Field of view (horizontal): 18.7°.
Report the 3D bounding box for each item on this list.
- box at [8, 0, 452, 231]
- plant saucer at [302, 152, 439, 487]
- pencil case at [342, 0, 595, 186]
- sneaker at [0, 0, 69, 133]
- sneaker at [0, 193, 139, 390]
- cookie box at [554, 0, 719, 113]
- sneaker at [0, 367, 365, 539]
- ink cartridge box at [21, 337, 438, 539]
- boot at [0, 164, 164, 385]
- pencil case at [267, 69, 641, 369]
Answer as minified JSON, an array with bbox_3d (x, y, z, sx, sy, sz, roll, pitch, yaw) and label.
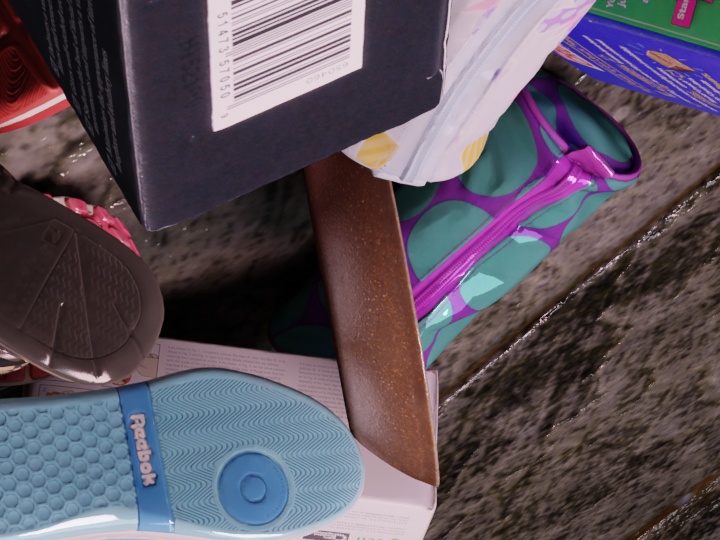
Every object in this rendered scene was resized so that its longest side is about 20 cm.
[{"bbox_3d":[-0.064,-0.142,0.639,0.107,0.200,0.148,-25,154,-16],"label":"box"},{"bbox_3d":[0.000,0.000,0.970,0.037,0.201,0.200,-10,151,-1],"label":"plant saucer"},{"bbox_3d":[0.052,-0.114,0.796,0.083,0.091,0.200,-3,152,-31],"label":"pencil case"},{"bbox_3d":[-0.064,-0.103,0.843,0.200,0.078,0.116,-34,152,6],"label":"sneaker"},{"bbox_3d":[-0.188,0.025,0.943,0.200,0.081,0.075,-21,180,-20],"label":"sneaker"},{"bbox_3d":[0.157,-0.110,0.911,0.171,0.200,0.075,20,91,-58],"label":"cookie box"},{"bbox_3d":[-0.107,0.098,0.960,0.200,0.080,0.131,2,160,-17],"label":"sneaker"},{"bbox_3d":[-0.075,0.117,1.101,0.200,0.084,0.176,8,144,-7],"label":"ink cartridge box"},{"bbox_3d":[-0.179,-0.021,0.830,0.073,0.200,0.151,-61,-163,-15],"label":"boot"},{"bbox_3d":[0.047,-0.012,1.102,0.085,0.092,0.200,38,113,-16],"label":"pencil case"}]
